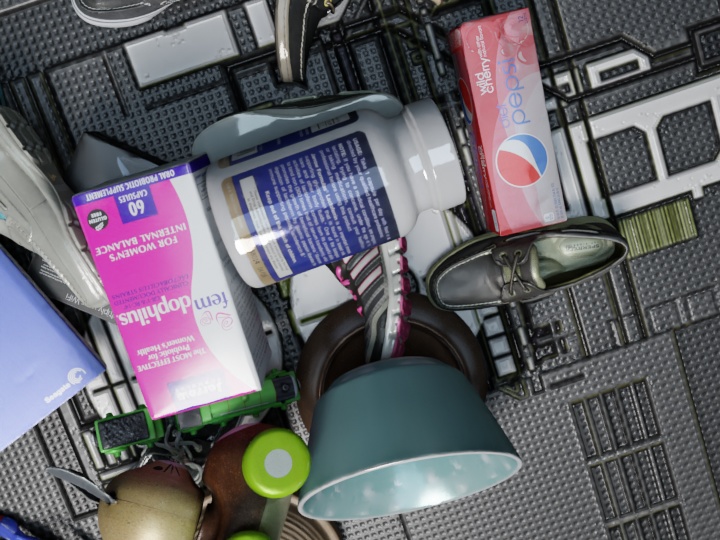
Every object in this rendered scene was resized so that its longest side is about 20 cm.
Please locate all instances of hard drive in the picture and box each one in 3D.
[{"bbox_3d":[-0.347,0.055,0.721,0.132,0.025,0.200,-38,106,-8],"label":"hard drive"}]

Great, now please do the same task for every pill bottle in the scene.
[{"bbox_3d":[-0.020,-0.069,0.682,0.200,0.116,0.116,-19,100,2],"label":"pill bottle"}]

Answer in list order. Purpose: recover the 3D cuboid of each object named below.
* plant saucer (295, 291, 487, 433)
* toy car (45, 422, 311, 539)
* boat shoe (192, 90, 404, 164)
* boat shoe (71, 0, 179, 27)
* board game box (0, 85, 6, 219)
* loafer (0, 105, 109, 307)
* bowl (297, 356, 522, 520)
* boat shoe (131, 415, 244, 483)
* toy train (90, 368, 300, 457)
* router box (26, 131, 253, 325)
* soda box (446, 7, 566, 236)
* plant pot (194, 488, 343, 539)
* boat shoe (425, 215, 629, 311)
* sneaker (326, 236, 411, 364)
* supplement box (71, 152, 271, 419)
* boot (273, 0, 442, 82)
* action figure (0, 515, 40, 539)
[{"bbox_3d":[0.033,0.121,0.814,0.200,0.032,0.201,0,98,-3],"label":"plant saucer"},{"bbox_3d":[-0.160,0.191,0.683,0.200,0.164,0.158,17,69,-7],"label":"toy car"},{"bbox_3d":[-0.056,-0.126,0.752,0.200,0.064,0.071,-10,112,-3],"label":"boat shoe"},{"bbox_3d":[-0.169,-0.272,0.720,0.200,0.066,0.070,-14,100,-1],"label":"boat shoe"},{"bbox_3d":[-0.428,-0.103,0.743,0.200,0.047,0.151,-9,100,-2],"label":"board game box"},{"bbox_3d":[-0.283,-0.048,0.700,0.070,0.070,0.200,-33,90,10],"label":"loafer"},{"bbox_3d":[0.035,0.148,0.723,0.200,0.201,0.105,-12,61,-1],"label":"bowl"},{"bbox_3d":[-0.180,0.178,0.792,0.074,0.068,0.199,42,95,-9],"label":"boat shoe"},{"bbox_3d":[-0.148,0.129,0.744,0.200,0.056,0.042,-13,81,-18],"label":"toy train"},{"bbox_3d":[-0.195,-0.021,0.766,0.200,0.052,0.157,25,98,-7],"label":"router box"},{"bbox_3d":[0.139,-0.139,0.761,0.070,0.063,0.200,-14,100,-1],"label":"soda box"},{"bbox_3d":[-0.111,0.321,0.808,0.200,0.093,0.201,-1,100,-4],"label":"plant pot"},{"bbox_3d":[0.163,-0.007,0.781,0.201,0.066,0.072,-15,98,-2],"label":"boat shoe"},{"bbox_3d":[0.000,0.000,0.763,0.087,0.074,0.200,-4,83,9],"label":"sneaker"},{"bbox_3d":[-0.156,0.011,0.696,0.101,0.103,0.200,-16,103,2],"label":"supplement box"},{"bbox_3d":[0.002,-0.265,0.731,0.150,0.073,0.200,8,93,-4],"label":"boot"},{"bbox_3d":[-0.323,0.301,0.817,0.200,0.052,0.066,24,94,-9],"label":"action figure"}]
